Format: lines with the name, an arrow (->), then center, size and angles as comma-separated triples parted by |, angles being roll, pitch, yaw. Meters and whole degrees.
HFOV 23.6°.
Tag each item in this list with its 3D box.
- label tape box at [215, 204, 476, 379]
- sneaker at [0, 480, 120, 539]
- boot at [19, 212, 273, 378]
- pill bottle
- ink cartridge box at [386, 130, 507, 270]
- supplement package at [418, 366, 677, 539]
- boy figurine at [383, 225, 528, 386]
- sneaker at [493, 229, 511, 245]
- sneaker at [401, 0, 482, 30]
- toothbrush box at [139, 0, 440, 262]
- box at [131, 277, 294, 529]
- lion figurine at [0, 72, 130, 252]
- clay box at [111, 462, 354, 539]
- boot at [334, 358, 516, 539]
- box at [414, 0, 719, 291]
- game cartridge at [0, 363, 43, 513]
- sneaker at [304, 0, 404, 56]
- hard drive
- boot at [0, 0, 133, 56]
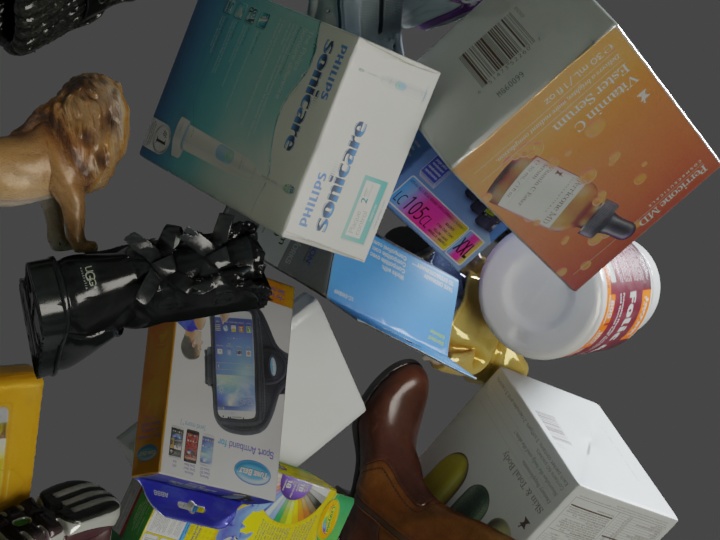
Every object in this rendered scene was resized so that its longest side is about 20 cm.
label tape box -> 0.000, 0.000, 1.339 | 0.144, 0.200, 0.064 | 27, 91, -42
sneaker -> -0.266, 0.239, 1.279 | 0.199, 0.076, 0.116 | -14, 120, -34
boot -> -0.155, 0.018, 1.218 | 0.161, 0.198, 0.074 | -11, 80, -16
pill bottle -> 0.191, 0.017, 1.520 | 0.200, 0.114, 0.115 | -3, 113, -64
ink cartridge box -> 0.104, -0.114, 1.367 | 0.200, 0.076, 0.136 | -43, 137, 8
supplement package -> 0.141, 0.223, 1.544 | 0.150, 0.152, 0.200 | 22, 116, -42
boy figurine -> 0.088, 0.036, 1.517 | 0.200, 0.064, 0.125 | 46, 53, -44
sneaker -> 0.146, -0.107, 1.482 | 0.077, 0.091, 0.201 | -15, 118, -33
sneaker -> 0.065, -0.241, 1.300 | 0.074, 0.200, 0.100 | -23, 90, -13
toothbrush box -> -0.056, -0.112, 1.247 | 0.085, 0.200, 0.147 | 17, 98, -41
box -> -0.113, 0.095, 1.337 | 0.119, 0.041, 0.202 | 20, 65, -41
lion figurine -> -0.250, -0.068, 1.199 | 0.199, 0.072, 0.123 | -11, 99, -28
clay box -> -0.104, 0.207, 1.415 | 0.199, 0.047, 0.116 | 25, 92, -42
boot -> 0.060, 0.193, 1.471 | 0.068, 0.200, 0.189 | 24, 94, -42
box -> 0.146, -0.106, 1.263 | 0.152, 0.107, 0.200 | -42, 137, 9
game cartridge -> -0.334, 0.161, 1.257 | 0.199, 0.032, 0.178 | -4, 112, -39
sneaker -> -0.008, -0.177, 1.347 | 0.073, 0.071, 0.201 | -26, 141, -34
hard drive -> -0.095, 0.128, 1.437 | 0.200, 0.026, 0.132 | -38, 128, -20
boot -> -0.191, -0.259, 1.155 | 0.157, 0.079, 0.212 | -23, 123, -29
